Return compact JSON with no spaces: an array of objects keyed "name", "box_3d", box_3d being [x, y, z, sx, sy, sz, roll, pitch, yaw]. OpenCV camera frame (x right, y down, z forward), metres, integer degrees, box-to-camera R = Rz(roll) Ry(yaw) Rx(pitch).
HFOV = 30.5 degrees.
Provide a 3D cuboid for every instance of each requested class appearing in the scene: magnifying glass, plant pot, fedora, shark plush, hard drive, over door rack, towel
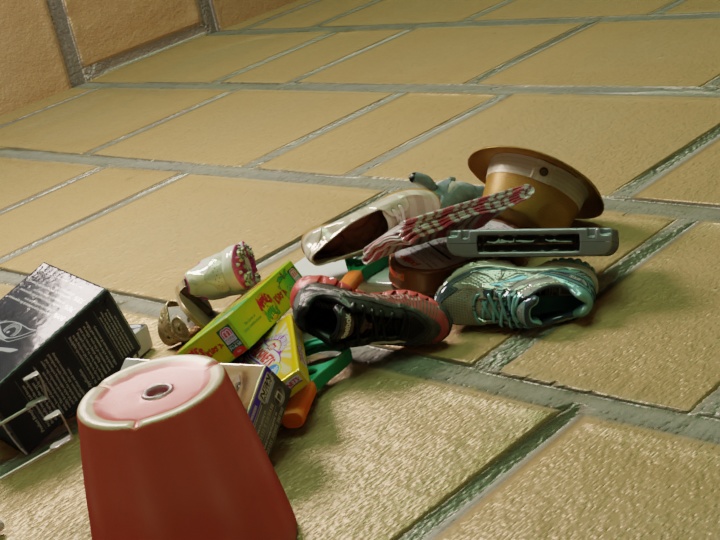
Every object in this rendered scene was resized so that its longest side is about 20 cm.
[{"name":"magnifying glass","box_3d":[0.000,0.000,1.767,0.079,0.023,0.200,-5,21,22]},{"name":"plant pot","box_3d":[-0.172,0.188,1.234,0.199,0.179,0.201,-11,20,4]},{"name":"fedora","box_3d":[0.231,-0.095,1.801,0.200,0.200,0.082,7,68,43]},{"name":"shark plush","box_3d":[0.145,-0.091,1.974,0.199,0.091,0.083,-4,30,-42]},{"name":"hard drive","box_3d":[0.002,-0.005,1.841,0.199,0.026,0.132,3,26,38]},{"name":"magnifying glass","box_3d":[-0.059,0.125,1.527,0.079,0.023,0.200,-9,22,13]},{"name":"over door rack","box_3d":[-0.400,0.216,1.437,0.200,0.067,0.148,-41,27,-11]},{"name":"towel","box_3d":[0.110,-0.055,1.678,0.199,0.030,0.146,-17,-6,-23]}]

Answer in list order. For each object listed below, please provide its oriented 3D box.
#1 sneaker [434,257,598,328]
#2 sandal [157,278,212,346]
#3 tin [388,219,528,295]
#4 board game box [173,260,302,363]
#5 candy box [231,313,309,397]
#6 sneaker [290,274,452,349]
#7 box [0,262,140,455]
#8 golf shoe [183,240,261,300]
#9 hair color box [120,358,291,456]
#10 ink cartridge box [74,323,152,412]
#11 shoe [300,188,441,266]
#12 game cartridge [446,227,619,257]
[{"name":"sneaker","box_3d":[0.183,0.032,1.564,0.198,0.078,0.086,-10,24,10]},{"name":"sandal","box_3d":[-0.238,0.071,1.768,0.070,0.078,0.212,-46,14,2]},{"name":"tin","box_3d":[0.129,-0.021,1.747,0.199,0.042,0.112,-17,26,-23]},{"name":"board game box","box_3d":[-0.146,0.063,1.648,0.101,0.048,0.200,-36,5,28]},{"name":"candy box","box_3d":[-0.109,0.117,1.527,0.102,0.026,0.200,-35,16,4]},{"name":"sneaker","box_3d":[0.009,0.059,1.556,0.199,0.071,0.098,11,19,3]},{"name":"box","box_3d":[-0.396,0.103,1.607,0.147,0.105,0.200,19,54,43]},{"name":"golf shoe","box_3d":[-0.188,0.004,1.813,0.091,0.076,0.200,-17,-5,3]},{"name":"hair color box","box_3d":[-0.183,0.158,1.419,0.199,0.065,0.110,0,58,30]},{"name":"ink cartridge box","box_3d":[-0.364,0.128,1.708,0.099,0.040,0.200,-2,24,26]},{"name":"shoe","box_3d":[0.017,-0.053,1.772,0.199,0.070,0.053,-21,20,1]},{"name":"game cartridge","box_3d":[0.216,-0.033,1.627,0.198,0.042,0.133,-1,-4,16]}]
